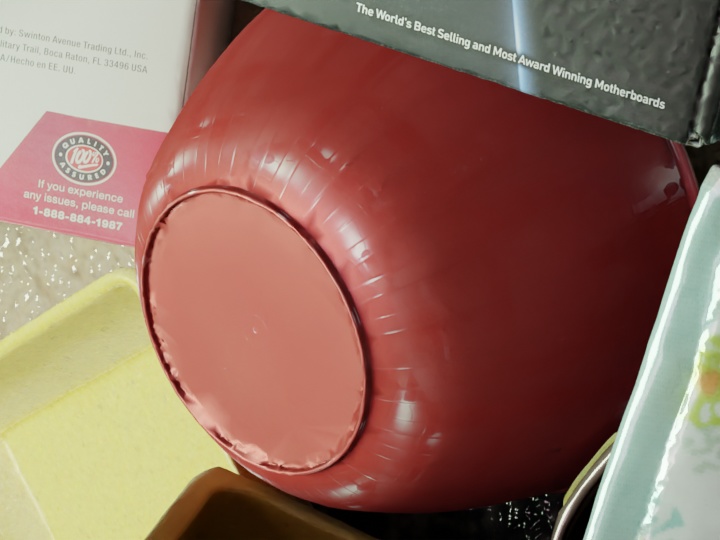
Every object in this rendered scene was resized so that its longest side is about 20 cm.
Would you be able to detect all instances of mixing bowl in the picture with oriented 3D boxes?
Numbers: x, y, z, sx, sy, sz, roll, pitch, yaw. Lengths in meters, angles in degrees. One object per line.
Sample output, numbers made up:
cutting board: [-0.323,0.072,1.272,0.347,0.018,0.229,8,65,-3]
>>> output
mixing bowl: [0.000,0.000,0.890,0.200,0.108,0.201,22,125,36]

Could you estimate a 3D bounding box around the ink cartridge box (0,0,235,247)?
ink cartridge box: [-0.115,-0.122,0.987,0.146,0.083,0.200,11,107,7]

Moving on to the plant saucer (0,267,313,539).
plant saucer: [-0.074,0.109,1.023,0.200,0.048,0.200,-28,88,49]

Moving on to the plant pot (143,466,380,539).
plant pot: [-0.019,0.213,0.855,0.194,0.196,0.200,25,111,5]

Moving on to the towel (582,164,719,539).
towel: [0.153,0.070,0.775,0.171,0.048,0.200,20,114,7]

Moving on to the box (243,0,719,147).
box: [0.037,-0.148,0.788,0.200,0.086,0.164,20,116,18]

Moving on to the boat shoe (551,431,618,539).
boat shoe: [0.134,0.044,0.832,0.200,0.059,0.072,-42,68,39]
